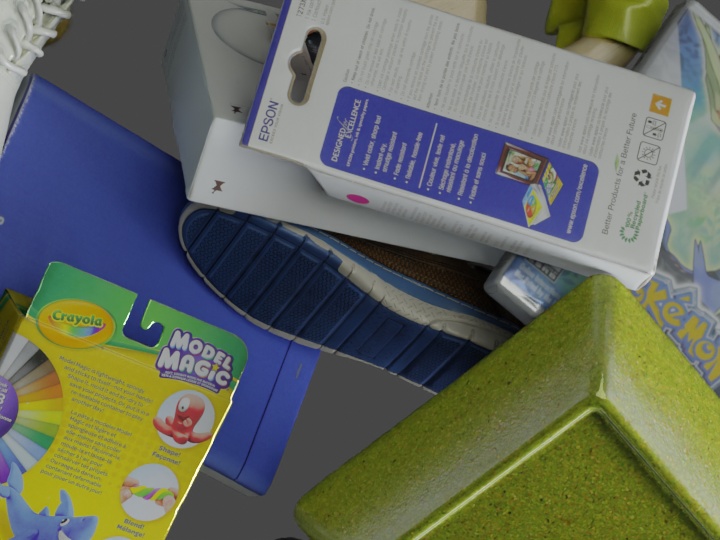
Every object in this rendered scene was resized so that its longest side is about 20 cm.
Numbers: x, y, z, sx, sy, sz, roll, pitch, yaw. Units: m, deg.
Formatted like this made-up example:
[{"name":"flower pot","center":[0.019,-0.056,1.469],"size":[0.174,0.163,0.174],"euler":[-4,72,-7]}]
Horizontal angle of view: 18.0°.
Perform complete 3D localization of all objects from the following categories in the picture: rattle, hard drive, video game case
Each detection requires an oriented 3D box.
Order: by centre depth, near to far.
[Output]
[{"name":"video game case","center":[0.184,-0.001,1.105],"size":[0.200,0.022,0.183],"euler":[39,72,-9]},{"name":"hard drive","center":[-0.107,0.010,1.128],"size":[0.199,0.025,0.133],"euler":[31,68,-26]},{"name":"rattle","center":[0.053,-0.150,1.192],"size":[0.199,0.143,0.131],"euler":[-12,110,-1]}]

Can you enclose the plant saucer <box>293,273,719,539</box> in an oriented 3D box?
[{"name":"plant saucer","center":[0.100,0.137,1.071],"size":[0.199,0.048,0.200],"euler":[-38,103,16]}]

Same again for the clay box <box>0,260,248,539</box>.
[{"name":"clay box","center":[-0.144,0.098,1.074],"size":[0.114,0.048,0.201],"euler":[24,96,-25]}]

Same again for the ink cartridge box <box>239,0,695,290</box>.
[{"name":"ink cartridge box","center":[0.050,-0.066,1.054],"size":[0.199,0.037,0.095],"euler":[18,72,-5]}]

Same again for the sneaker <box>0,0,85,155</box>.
[{"name":"sneaker","center":[-0.169,-0.128,1.073],"size":[0.070,0.073,0.201],"euler":[-5,68,25]}]

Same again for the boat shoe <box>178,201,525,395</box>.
[{"name":"boat shoe","center":[0.000,0.000,1.149],"size":[0.199,0.072,0.073],"euler":[29,47,-19]}]

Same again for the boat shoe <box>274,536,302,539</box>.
[{"name":"boat shoe","center":[-0.036,0.166,1.134],"size":[0.200,0.074,0.063],"euler":[-13,81,-23]}]

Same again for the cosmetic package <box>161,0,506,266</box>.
[{"name":"cosmetic package","center":[0.006,-0.070,1.143],"size":[0.199,0.151,0.052],"euler":[12,120,-17]}]
